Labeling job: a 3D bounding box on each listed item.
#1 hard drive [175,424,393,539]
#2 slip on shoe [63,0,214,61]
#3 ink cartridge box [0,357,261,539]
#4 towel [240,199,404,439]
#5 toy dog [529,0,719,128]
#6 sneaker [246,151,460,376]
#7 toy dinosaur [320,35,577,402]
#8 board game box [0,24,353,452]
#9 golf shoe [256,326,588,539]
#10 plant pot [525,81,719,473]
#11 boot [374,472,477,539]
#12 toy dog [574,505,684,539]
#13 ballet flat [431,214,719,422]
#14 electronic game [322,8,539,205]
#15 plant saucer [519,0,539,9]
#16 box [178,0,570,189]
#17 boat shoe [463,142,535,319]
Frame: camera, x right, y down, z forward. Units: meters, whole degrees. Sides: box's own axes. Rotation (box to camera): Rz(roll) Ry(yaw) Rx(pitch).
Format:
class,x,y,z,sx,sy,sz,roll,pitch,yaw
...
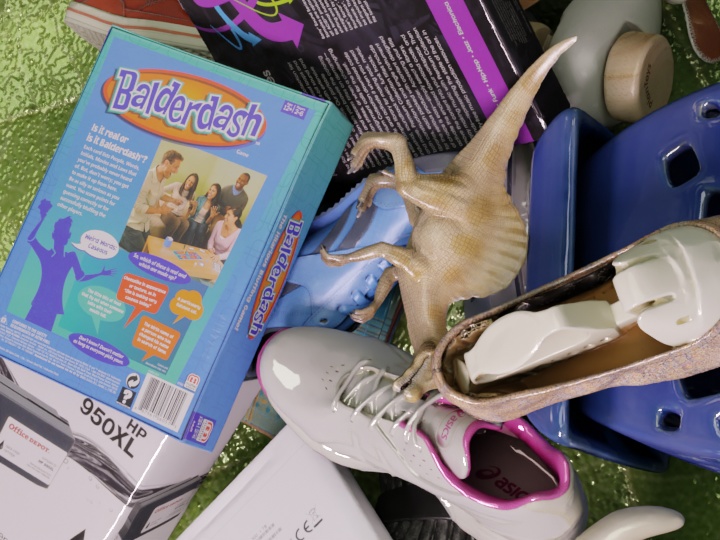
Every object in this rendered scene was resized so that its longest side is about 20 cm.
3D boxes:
class,x,y,z,sx,sy,sz,roll,pitch,yaw
hard drive,-0.028,0.195,0.885,0.132,0.027,0.200,-46,49,12
slip on shoe,-0.120,-0.161,1.053,0.199,0.074,0.062,24,80,45
ink cartridge box,-0.172,0.100,0.994,0.144,0.084,0.201,39,108,20
towel,-0.067,0.016,1.003,0.199,0.022,0.148,24,96,25
toy dog,0.159,-0.135,0.938,0.199,0.097,0.132,-37,47,-21
sneaker,0.000,0.000,0.917,0.199,0.066,0.079,-27,64,28
toy dinosaur,0.043,-0.033,0.839,0.100,0.058,0.202,20,86,16
board game box,-0.112,-0.021,0.906,0.151,0.045,0.202,22,84,22
golf shoe,0.033,0.078,0.845,0.199,0.092,0.076,27,71,13
plant pot,0.193,0.016,0.849,0.178,0.200,0.202,-3,77,27
boot,0.008,0.170,0.940,0.210,0.079,0.159,-18,61,32
toy dog,0.185,0.222,0.834,0.198,0.140,0.196,11,94,2
ballet flat,0.118,0.023,0.742,0.199,0.067,0.069,-28,65,26
electronic game,0.029,-0.101,1.016,0.198,0.042,0.202,-2,80,12
plant saucer,0.054,-0.200,0.972,0.198,0.032,0.201,-19,33,13
box,0.003,-0.124,0.900,0.199,0.036,0.144,-11,118,41
boat shoe,0.095,-0.024,0.935,0.065,0.072,0.202,0,71,-13
